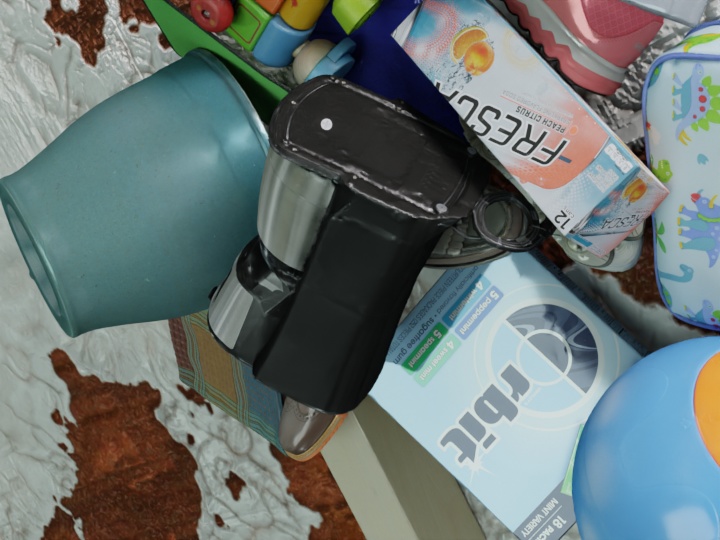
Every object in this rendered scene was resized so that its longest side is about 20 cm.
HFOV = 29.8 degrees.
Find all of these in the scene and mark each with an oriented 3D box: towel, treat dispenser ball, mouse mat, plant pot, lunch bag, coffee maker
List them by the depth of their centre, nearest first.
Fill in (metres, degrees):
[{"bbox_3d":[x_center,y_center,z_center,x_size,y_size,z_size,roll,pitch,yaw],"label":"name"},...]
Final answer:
[{"bbox_3d":[0.267,-0.052,0.852,0.160,0.082,0.201,9,121,36],"label":"lunch bag"},{"bbox_3d":[0.239,0.144,0.884,0.200,0.201,0.202,20,127,29],"label":"treat dispenser ball"},{"bbox_3d":[0.000,0.000,0.930,0.192,0.134,0.201,42,135,21],"label":"coffee maker"},{"bbox_3d":[0.015,-0.178,1.011,0.147,0.049,0.201,13,124,42],"label":"towel"},{"bbox_3d":[-0.173,-0.046,1.063,0.200,0.187,0.200,54,160,30],"label":"plant pot"},{"bbox_3d":[-0.094,-0.150,1.071,0.200,0.008,0.161,37,173,14],"label":"mouse mat"},{"bbox_3d":[-0.122,0.074,1.223,0.200,0.022,0.147,23,129,49],"label":"towel"}]

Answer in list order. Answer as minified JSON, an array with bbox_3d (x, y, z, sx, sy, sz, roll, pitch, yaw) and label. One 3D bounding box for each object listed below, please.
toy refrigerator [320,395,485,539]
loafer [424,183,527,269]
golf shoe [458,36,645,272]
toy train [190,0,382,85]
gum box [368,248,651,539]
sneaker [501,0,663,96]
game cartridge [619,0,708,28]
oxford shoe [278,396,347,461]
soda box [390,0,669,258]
[{"bbox_3d":[0.026,0.179,1.196,0.070,0.076,0.201,-18,104,44],"label":"toy refrigerator"},{"bbox_3d":[0.025,-0.045,1.015,0.199,0.063,0.072,10,85,33],"label":"loafer"},{"bbox_3d":[0.132,-0.078,0.954,0.078,0.097,0.201,-32,66,11],"label":"golf shoe"},{"bbox_3d":[-0.029,-0.214,0.936,0.116,0.085,0.200,43,140,1],"label":"toy train"},{"bbox_3d":[0.122,0.088,1.033,0.200,0.045,0.170,43,106,10],"label":"gum box"},{"bbox_3d":[0.123,-0.212,0.897,0.200,0.074,0.087,48,113,9],"label":"sneaker"},{"bbox_3d":[0.138,-0.245,0.831,0.199,0.042,0.134,24,107,17],"label":"game cartridge"},{"bbox_3d":[-0.038,0.058,1.112,0.071,0.073,0.201,20,94,49],"label":"oxford shoe"},{"bbox_3d":[0.107,-0.102,0.875,0.064,0.068,0.200,-45,60,14],"label":"soda box"}]
